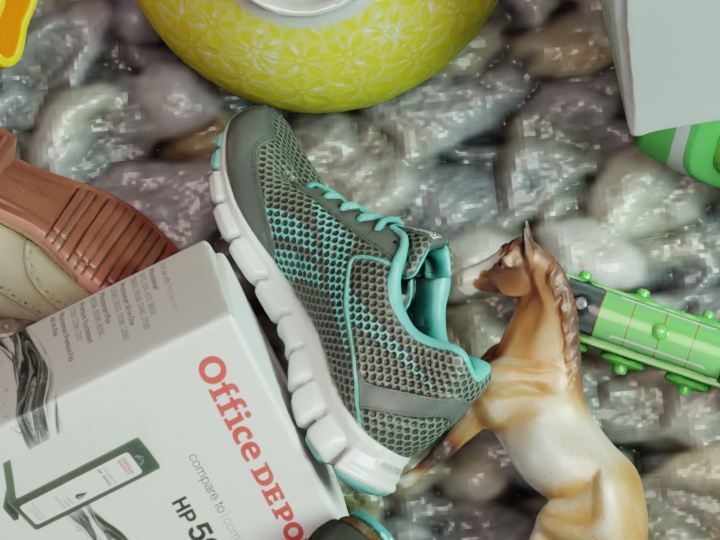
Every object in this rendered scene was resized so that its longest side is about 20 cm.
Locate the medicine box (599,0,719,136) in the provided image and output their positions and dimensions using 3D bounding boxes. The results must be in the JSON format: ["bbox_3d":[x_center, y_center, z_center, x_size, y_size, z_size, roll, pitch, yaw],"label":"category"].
[{"bbox_3d":[0.189,-0.170,1.295,0.181,0.103,0.201,-10,40,3],"label":"medicine box"}]

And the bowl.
[{"bbox_3d":[-0.023,-0.162,1.328,0.199,0.108,0.201,1,104,3],"label":"bowl"}]

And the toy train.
[{"bbox_3d":[0.174,0.043,1.348,0.199,0.056,0.042,18,86,5],"label":"toy train"}]

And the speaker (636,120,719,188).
[{"bbox_3d":[0.231,-0.063,1.340,0.199,0.088,0.089,16,86,6],"label":"speaker"}]

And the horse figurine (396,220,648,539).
[{"bbox_3d":[0.077,0.095,1.337,0.132,0.050,0.201,-31,82,21],"label":"horse figurine"}]

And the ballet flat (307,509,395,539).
[{"bbox_3d":[0.032,0.194,1.311,0.068,0.068,0.200,-47,110,-14],"label":"ballet flat"}]

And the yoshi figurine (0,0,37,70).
[{"bbox_3d":[-0.253,-0.143,1.365,0.199,0.112,0.113,3,128,31],"label":"yoshi figurine"}]

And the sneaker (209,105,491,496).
[{"bbox_3d":[0.000,0.000,1.330,0.091,0.077,0.201,-35,63,20],"label":"sneaker"}]

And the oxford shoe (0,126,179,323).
[{"bbox_3d":[-0.151,-0.003,1.382,0.200,0.071,0.074,36,119,2],"label":"oxford shoe"}]

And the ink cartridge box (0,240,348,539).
[{"bbox_3d":[-0.120,0.101,1.321,0.199,0.084,0.147,-26,116,2],"label":"ink cartridge box"}]
